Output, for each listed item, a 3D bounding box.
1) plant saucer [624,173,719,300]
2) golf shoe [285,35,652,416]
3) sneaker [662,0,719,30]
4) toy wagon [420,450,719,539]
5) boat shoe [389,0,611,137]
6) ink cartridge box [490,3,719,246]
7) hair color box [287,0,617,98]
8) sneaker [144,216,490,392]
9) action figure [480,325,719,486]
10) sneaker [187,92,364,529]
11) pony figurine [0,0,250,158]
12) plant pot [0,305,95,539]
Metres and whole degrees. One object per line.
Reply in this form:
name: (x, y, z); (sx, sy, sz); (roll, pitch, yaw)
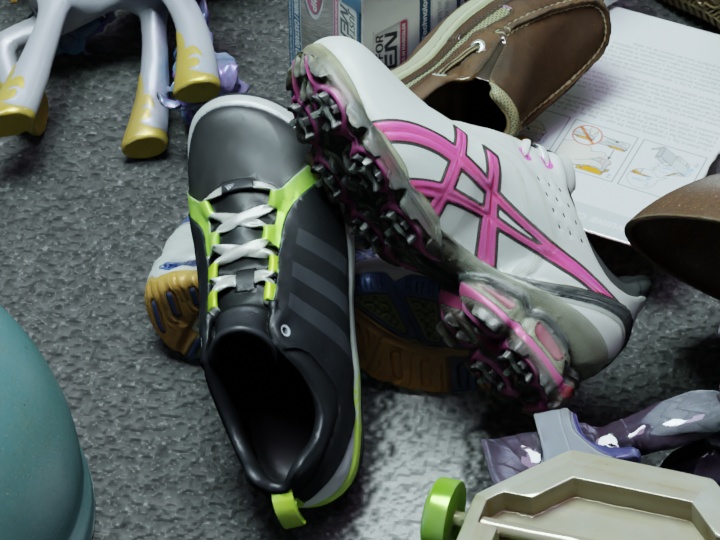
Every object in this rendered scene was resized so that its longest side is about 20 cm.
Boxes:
plant saucer: (0.219, -0.002, 1.275); (0.200, 0.200, 0.037); (17, 81, 18)
golf shoe: (0.047, -0.033, 1.269); (0.092, 0.200, 0.073); (-44, 14, -20)
sneaker: (0.240, -0.165, 1.528); (0.112, 0.071, 0.200); (-31, 49, -23)
toy wagon: (0.083, 0.158, 1.125); (0.155, 0.040, 0.200); (10, 50, 18)
boat shoe: (0.054, -0.077, 1.367); (0.202, 0.075, 0.075); (-33, 35, -25)
ink cartridge box: (0.095, -0.076, 1.456); (0.200, 0.044, 0.174); (18, 47, 18)
hair color box: (0.056, -0.154, 1.437); (0.200, 0.100, 0.061); (-32, 51, -29)
sneaker: (0.000, 0.000, 1.356); (0.200, 0.075, 0.088); (9, 44, 9)
action figure: (0.158, 0.074, 1.248); (0.200, 0.130, 0.069); (-28, 36, -4)
sneaker: (-0.038, 0.014, 1.269); (0.072, 0.083, 0.200); (-15, 84, 14)
pony figurine: (-0.120, -0.161, 1.491); (0.193, 0.167, 0.200); (-10, 59, 2)
plant pot: (-0.223, 0.067, 1.247); (0.200, 0.134, 0.200); (-1, 44, 1)
